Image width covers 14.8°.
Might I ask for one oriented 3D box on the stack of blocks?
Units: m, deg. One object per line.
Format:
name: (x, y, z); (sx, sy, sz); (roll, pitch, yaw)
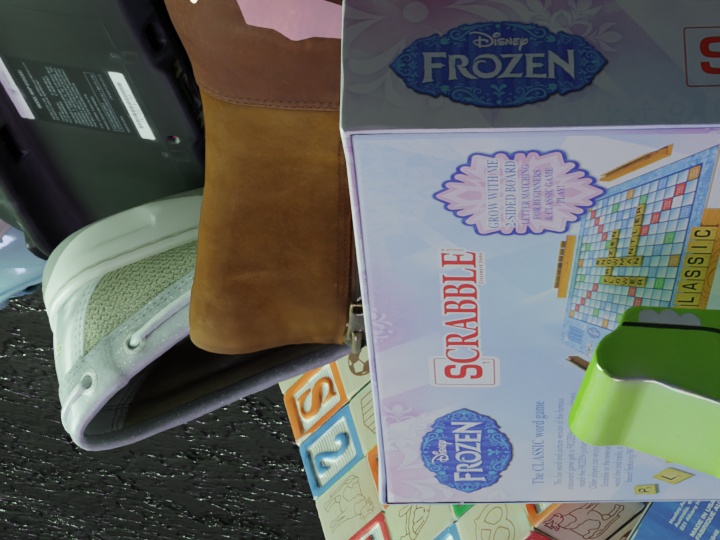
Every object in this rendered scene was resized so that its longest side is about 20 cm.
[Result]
stack of blocks: (0.037, 0.051, 1.033); (0.059, 0.200, 0.115); (30, 117, -36)

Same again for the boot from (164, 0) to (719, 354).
boot: (0.042, -0.034, 0.722); (0.188, 0.069, 0.200); (-2, 139, 1)

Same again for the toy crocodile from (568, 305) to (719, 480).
toy crocodile: (0.150, 0.038, 0.666); (0.200, 0.062, 0.068); (6, 149, -10)

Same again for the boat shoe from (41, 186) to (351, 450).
boat shoe: (-0.001, -0.001, 0.848); (0.202, 0.065, 0.074); (-16, 143, 9)

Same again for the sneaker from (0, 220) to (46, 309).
sneaker: (-0.184, -0.005, 1.209); (0.082, 0.074, 0.200); (30, 156, -32)

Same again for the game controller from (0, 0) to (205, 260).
game controller: (-0.096, -0.063, 0.851); (0.104, 0.042, 0.200); (3, 148, 18)

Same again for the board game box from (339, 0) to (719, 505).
board game box: (0.099, 0.000, 0.704); (0.199, 0.041, 0.200); (-1, 150, 2)

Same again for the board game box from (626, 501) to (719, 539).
board game box: (0.171, 0.078, 0.980); (0.043, 0.200, 0.199); (31, 178, 32)
